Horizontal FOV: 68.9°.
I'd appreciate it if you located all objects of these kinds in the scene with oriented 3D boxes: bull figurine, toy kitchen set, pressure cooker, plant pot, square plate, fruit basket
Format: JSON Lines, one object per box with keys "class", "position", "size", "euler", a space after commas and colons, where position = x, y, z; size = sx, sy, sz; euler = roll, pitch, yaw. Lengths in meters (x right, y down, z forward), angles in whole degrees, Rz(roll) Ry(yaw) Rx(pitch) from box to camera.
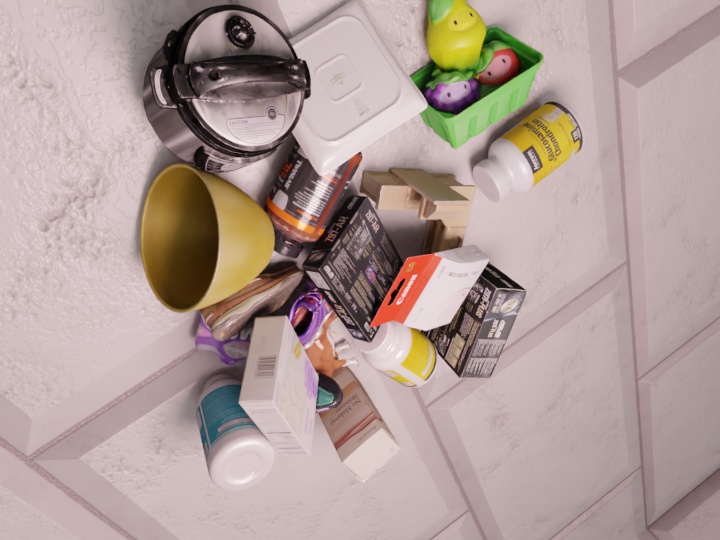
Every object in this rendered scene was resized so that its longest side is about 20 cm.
{"class": "bull figurine", "position": [-0.070, 0.154, 1.018], "size": [0.119, 0.065, 0.204], "euler": [-18, 124, -22]}
{"class": "toy kitchen set", "position": [0.111, -0.067, 0.933], "size": [0.196, 0.163, 0.184], "euler": [-3, 117, -25]}
{"class": "pressure cooker", "position": [-0.168, -0.225, 0.655], "size": [0.178, 0.198, 0.178], "euler": [40, 69, -32]}
{"class": "plant pot", "position": [-0.212, -0.046, 0.778], "size": [0.141, 0.199, 0.204], "euler": [-2, 119, -52]}
{"class": "square plate", "position": [-0.030, -0.273, 0.761], "size": [0.198, 0.028, 0.200], "euler": [-34, 87, -8]}
{"class": "fruit basket", "position": [0.173, -0.336, 0.846], "size": [0.212, 0.156, 0.218], "euler": [-24, 141, -20]}

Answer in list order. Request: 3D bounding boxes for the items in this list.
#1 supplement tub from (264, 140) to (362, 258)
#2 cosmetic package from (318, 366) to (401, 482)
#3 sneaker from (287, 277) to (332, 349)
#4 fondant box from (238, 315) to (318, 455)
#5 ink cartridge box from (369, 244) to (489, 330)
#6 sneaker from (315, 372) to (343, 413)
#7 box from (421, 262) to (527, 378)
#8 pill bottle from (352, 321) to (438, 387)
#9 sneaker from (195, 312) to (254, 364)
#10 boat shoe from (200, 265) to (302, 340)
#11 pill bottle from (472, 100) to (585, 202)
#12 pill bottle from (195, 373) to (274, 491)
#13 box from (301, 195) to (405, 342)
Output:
{"class": "supplement tub", "position": [-0.085, -0.122, 0.835], "size": [0.106, 0.107, 0.203], "euler": [21, 105, -34]}
{"class": "cosmetic package", "position": [-0.017, 0.292, 1.033], "size": [0.103, 0.200, 0.088], "euler": [-39, 128, -3]}
{"class": "sneaker", "position": [-0.072, 0.047, 0.916], "size": [0.079, 0.084, 0.203], "euler": [24, 81, 7]}
{"class": "fondant box", "position": [-0.124, 0.190, 0.847], "size": [0.057, 0.147, 0.202], "euler": [-4, 140, 9]}
{"class": "ink cartridge box", "position": [0.126, 0.041, 0.930], "size": [0.198, 0.057, 0.164], "euler": [-16, 141, -47]}
{"class": "sneaker", "position": [-0.113, 0.244, 1.000], "size": [0.196, 0.076, 0.088], "euler": [-3, 143, 24]}
{"class": "box", "position": [0.225, 0.089, 1.077], "size": [0.084, 0.164, 0.204], "euler": [6, 113, -29]}
{"class": "pill bottle", "position": [0.068, 0.153, 1.039], "size": [0.112, 0.111, 0.200], "euler": [-47, 139, 3]}
{"class": "sneaker", "position": [-0.207, 0.130, 0.930], "size": [0.198, 0.081, 0.089], "euler": [28, 106, -29]}
{"class": "boat shoe", "position": [-0.176, 0.035, 0.868], "size": [0.199, 0.072, 0.076], "euler": [-32, 161, -44]}
{"class": "pill bottle", "position": [0.313, -0.219, 0.990], "size": [0.198, 0.112, 0.113], "euler": [-37, 127, -6]}
{"class": "pill bottle", "position": [-0.224, 0.267, 0.912], "size": [0.108, 0.200, 0.113], "euler": [-12, 122, -20]}
{"class": "box", "position": [0.000, 0.000, 0.910], "size": [0.162, 0.043, 0.201], "euler": [-58, 136, -26]}
